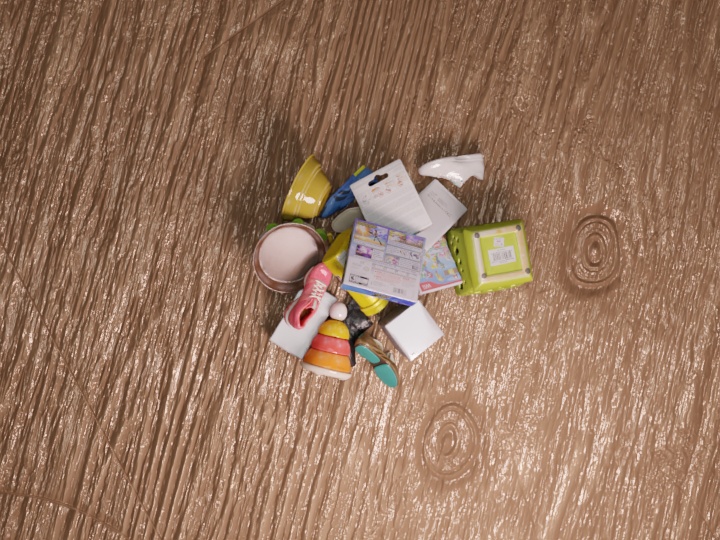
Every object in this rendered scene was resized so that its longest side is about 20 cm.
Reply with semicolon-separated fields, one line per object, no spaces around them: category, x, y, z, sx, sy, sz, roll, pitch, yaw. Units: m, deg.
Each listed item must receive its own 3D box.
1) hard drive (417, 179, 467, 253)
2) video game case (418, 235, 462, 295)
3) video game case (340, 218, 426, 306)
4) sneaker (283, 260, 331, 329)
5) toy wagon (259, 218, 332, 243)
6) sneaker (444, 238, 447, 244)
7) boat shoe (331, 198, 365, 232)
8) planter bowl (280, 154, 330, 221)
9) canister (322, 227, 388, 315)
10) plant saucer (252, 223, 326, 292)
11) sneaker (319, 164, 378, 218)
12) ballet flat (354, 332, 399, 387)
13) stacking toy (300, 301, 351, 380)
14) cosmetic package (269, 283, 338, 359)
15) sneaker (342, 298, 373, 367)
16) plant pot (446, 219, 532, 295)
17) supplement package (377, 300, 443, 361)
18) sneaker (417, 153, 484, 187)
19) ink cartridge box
hard drive;0.198;-0.157;1.624;0.132;0.027;0.200;44;62;5
video game case;0.188;-0.040;1.597;0.142;0.017;0.202;-13;72;-23
video game case;0.060;-0.020;1.467;0.198;0.045;0.183;15;69;-10
sneaker;-0.125;0.072;1.519;0.073;0.087;0.201;30;89;-29
toy wagon;-0.176;-0.082;1.583;0.198;0.156;0.040;-12;54;-5
sneaker;0.163;-0.040;1.638;0.199;0.071;0.074;-28;90;-4
boat shoe;0.005;-0.175;1.605;0.199;0.060;0.072;-30;128;8
planter bowl;-0.135;-0.206;1.556;0.083;0.200;0.202;27;87;2
canister;0.000;0.000;1.551;0.200;0.086;0.149;50;43;-19
plant saucer;-0.190;-0.037;1.523;0.198;0.035;0.202;-9;117;-17
sneaker;-0.032;-0.211;1.634;0.200;0.066;0.078;-45;95;-4
ballet flat;0.054;0.246;1.616;0.200;0.067;0.073;48;41;-26
stacking toy;-0.073;0.186;1.553;0.145;0.146;0.202;15;83;-3
cosmetic package;-0.158;0.137;1.607;0.112;0.081;0.201;33;87;-2
sneaker;-0.008;0.167;1.625;0.103;0.060;0.202;-13;86;0
plant pot;0.366;-0.039;1.598;0.198;0.181;0.201;-9;88;-5
supplement package;0.133;0.158;1.565;0.117;0.200;0.117;-37;91;-4
sneaker;0.267;-0.283;1.655;0.198;0.075;0.090;-9;93;-6
ink cartridge box;0.084;-0.176;1.553;0.159;0.047;0.201;-27;85;7
